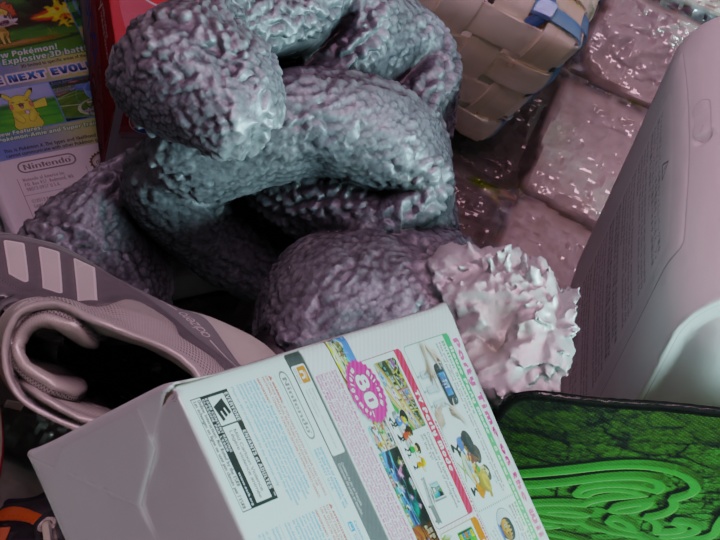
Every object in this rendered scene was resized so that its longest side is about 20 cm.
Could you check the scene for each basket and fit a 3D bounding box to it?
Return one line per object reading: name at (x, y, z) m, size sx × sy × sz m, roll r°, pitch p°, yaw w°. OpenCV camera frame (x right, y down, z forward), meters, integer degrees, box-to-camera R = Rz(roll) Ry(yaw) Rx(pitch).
basket at (0.049, -0.176, 1.139) m, size 0.176 × 0.139 × 0.200 m, roll 24°, pitch 48°, yaw -18°

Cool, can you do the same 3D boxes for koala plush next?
koala plush at (0.000, 0.000, 0.964) m, size 0.184 × 0.177 × 0.200 m, roll -19°, pitch 65°, yaw -37°

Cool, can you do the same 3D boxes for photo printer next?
photo printer at (0.139, 0.006, 0.989) m, size 0.069 × 0.200 × 0.166 m, roll 12°, pitch 49°, yaw -6°

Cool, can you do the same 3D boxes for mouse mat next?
mouse mat at (0.132, 0.093, 0.942) m, size 0.200 × 0.161 × 0.008 m, roll 7°, pitch 58°, yaw -10°

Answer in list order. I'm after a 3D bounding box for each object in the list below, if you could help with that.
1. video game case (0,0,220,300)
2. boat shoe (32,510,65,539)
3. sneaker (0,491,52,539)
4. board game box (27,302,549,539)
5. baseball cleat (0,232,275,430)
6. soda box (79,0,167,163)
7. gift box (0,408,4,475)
video game case at (-0.082, -0.068, 1.102) m, size 0.200 × 0.022 × 0.182 m, roll -13°, pitch 57°, yaw -23°
boat shoe at (-0.067, 0.154, 0.795) m, size 0.060 × 0.076 × 0.200 m, roll -20°, pitch 44°, yaw 4°
sneaker at (-0.049, 0.124, 0.922) m, size 0.200 × 0.078 × 0.112 m, roll 19°, pitch 39°, yaw -12°
board game box at (-0.005, 0.098, 0.792) m, size 0.200 × 0.064 × 0.148 m, roll -13°, pitch 77°, yaw -63°
baseball cleat at (-0.121, 0.021, 0.902) m, size 0.200 × 0.106 × 0.070 m, roll 11°, pitch 85°, yaw 31°
soda box at (-0.092, -0.139, 1.100) m, size 0.070 × 0.063 × 0.200 m, roll -1°, pitch 53°, yaw -16°
gift box at (-0.220, 0.101, 0.829) m, size 0.187 × 0.200 × 0.185 m, roll 1°, pitch 54°, yaw 4°
